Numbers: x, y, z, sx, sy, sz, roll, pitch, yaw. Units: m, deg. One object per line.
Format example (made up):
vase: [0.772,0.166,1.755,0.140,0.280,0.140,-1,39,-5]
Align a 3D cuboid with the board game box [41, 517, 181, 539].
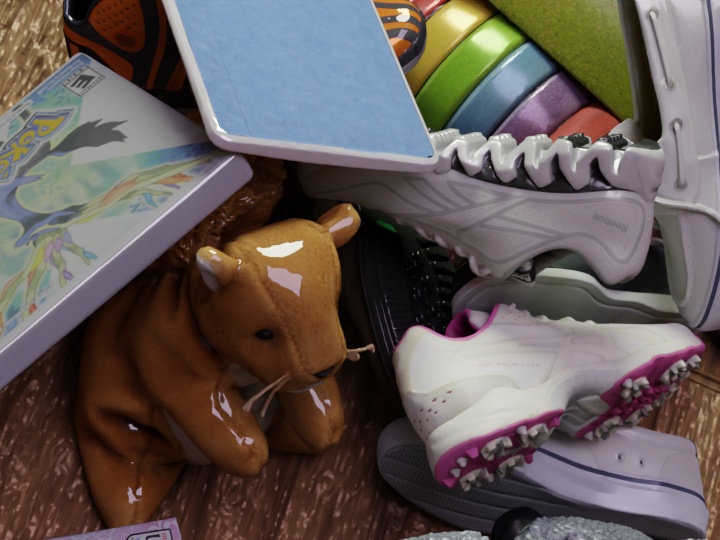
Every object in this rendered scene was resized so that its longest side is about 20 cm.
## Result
board game box: [-0.163,0.236,1.413,0.198,0.043,0.201,-7,68,-25]

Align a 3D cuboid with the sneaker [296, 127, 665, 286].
sneaker: [0.059,-0.034,1.484,0.199,0.075,0.082,5,98,21]

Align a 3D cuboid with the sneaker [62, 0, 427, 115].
sneaker: [-0.068,-0.139,1.542,0.199,0.112,0.078,-9,47,8]

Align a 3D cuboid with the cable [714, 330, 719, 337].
cable: [0.279,0.004,1.684,0.200,0.051,0.163,46,59,4]

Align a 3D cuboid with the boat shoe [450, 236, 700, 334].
boat shoe: [0.114,0.006,1.587,0.199,0.075,0.061,13,50,-50]

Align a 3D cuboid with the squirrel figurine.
squirrel figurine: [-0.076,0.009,1.470,0.141,0.187,0.201,-14,71,-25]

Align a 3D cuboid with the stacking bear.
stacking bear: [0.050,-0.114,1.626,0.200,0.122,0.114,44,57,11]

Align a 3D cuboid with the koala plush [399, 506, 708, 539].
koala plush: [0.086,0.198,1.461,0.199,0.177,0.185,-27,89,-29]

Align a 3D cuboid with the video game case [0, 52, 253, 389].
video game case: [-0.174,-0.020,1.443,0.200,0.182,0.022,-40,126,-13]

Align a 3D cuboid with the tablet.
tablet: [-0.042,-0.125,1.471,0.129,0.014,0.201,5,43,-27]

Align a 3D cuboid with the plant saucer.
plant saucer: [0.162,-0.183,1.637,0.200,0.048,0.200,42,45,8]

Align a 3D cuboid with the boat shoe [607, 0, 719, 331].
boat shoe: [0.158,-0.063,1.524,0.086,0.075,0.203,-8,107,-16]

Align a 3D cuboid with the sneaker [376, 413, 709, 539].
sneaker: [0.099,0.105,1.565,0.199,0.073,0.071,17,51,-22]

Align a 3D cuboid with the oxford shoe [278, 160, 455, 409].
oxford shoe: [0.000,0.000,1.567,0.072,0.084,0.201,18,44,-43]

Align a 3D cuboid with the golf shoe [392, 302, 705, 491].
golf shoe: [0.101,0.048,1.509,0.199,0.075,0.092,-15,62,-41]
